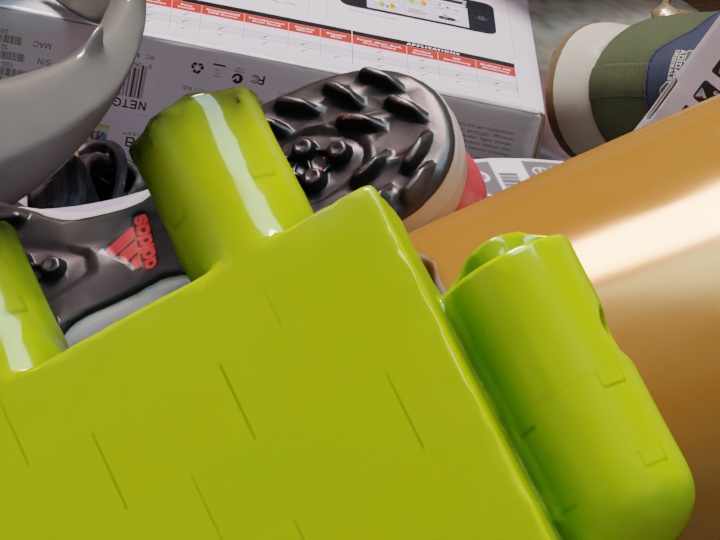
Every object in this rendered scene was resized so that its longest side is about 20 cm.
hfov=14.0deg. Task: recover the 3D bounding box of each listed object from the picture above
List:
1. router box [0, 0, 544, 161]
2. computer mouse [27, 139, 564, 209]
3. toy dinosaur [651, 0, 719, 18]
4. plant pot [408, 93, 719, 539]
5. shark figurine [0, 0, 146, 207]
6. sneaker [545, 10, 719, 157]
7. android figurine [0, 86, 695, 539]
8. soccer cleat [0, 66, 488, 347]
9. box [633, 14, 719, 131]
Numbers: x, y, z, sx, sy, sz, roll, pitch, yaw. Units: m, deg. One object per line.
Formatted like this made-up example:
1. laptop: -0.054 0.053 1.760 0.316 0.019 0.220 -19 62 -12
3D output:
1. router box: -0.042 -0.088 1.003 0.199 0.049 0.180 11 27 -5
2. computer mouse: 0.000 0.000 0.864 0.199 0.044 0.110 2 28 -13
3. toy dinosaur: 0.144 -0.095 1.059 0.200 0.058 0.101 22 8 -14
4. plant pot: 0.106 0.036 0.702 0.183 0.201 0.200 -12 33 -14
5. shark figurine: -0.118 -0.053 0.815 0.214 0.090 0.128 -29 52 -27
6. sneaker: 0.165 -0.050 0.960 0.200 0.067 0.090 4 -2 -31
7. android figurine: -0.020 0.067 0.608 0.200 0.182 0.041 61 5 15
8. soccer cleat: -0.061 0.012 0.755 0.199 0.073 0.068 -19 53 7
9. box: 0.180 -0.010 0.835 0.200 0.110 0.035 42 16 19
